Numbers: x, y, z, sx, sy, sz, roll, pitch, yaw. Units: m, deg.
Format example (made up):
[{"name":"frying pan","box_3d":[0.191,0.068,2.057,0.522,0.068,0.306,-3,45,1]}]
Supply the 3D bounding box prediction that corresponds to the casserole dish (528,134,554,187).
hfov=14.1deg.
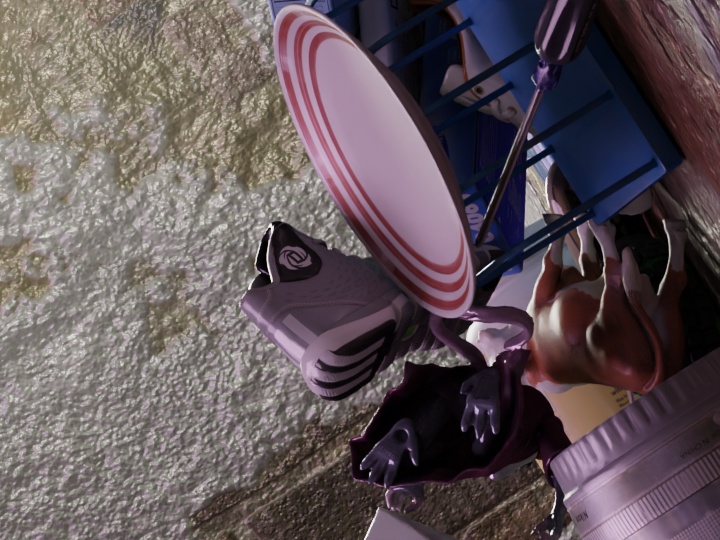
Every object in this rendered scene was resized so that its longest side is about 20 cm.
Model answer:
[{"name":"casserole dish","box_3d":[0.131,-0.094,2.014,0.200,0.039,0.121,57,179,8]}]

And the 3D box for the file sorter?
[{"name":"file sorter","box_3d":[0.066,-0.101,1.680,0.200,0.122,0.139,57,164,4]}]

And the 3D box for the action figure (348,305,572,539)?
[{"name":"action figure","box_3d":[0.070,0.091,1.793,0.200,0.133,0.150,4,-86,-65]}]

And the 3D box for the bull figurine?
[{"name":"bull figurine","box_3d":[0.142,0.026,1.829,0.200,0.065,0.122,6,95,61]}]

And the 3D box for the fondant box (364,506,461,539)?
[{"name":"fondant box","box_3d":[0.109,0.223,1.832,0.199,0.058,0.144,25,180,-30]}]

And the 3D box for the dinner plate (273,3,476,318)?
[{"name":"dinner plate","box_3d":[0.013,-0.065,1.641,0.200,0.024,0.200,50,161,24]}]

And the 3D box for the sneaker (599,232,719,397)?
[{"name":"sneaker","box_3d":[0.213,0.068,1.909,0.201,0.078,0.085,64,-168,-5]}]

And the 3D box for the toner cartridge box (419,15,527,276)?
[{"name":"toner cartridge box","box_3d":[0.074,-0.101,1.875,0.095,0.043,0.201,58,-152,-45]}]

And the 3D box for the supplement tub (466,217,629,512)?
[{"name":"supplement tub","box_3d":[0.167,0.068,2.136,0.200,0.145,0.145,57,179,11]}]

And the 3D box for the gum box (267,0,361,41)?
[{"name":"gum box","box_3d":[-0.026,-0.231,1.797,0.170,0.044,0.201,-72,-24,-57]}]

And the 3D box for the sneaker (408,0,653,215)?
[{"name":"sneaker","box_3d":[0.101,-0.106,1.799,0.200,0.084,0.073,56,177,8]}]

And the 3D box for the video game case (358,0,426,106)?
[{"name":"video game case","box_3d":[0.029,-0.124,1.858,0.182,0.022,0.201,2,-98,-77]}]

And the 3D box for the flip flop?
[{"name":"flip flop","box_3d":[0.164,0.008,1.951,0.057,0.081,0.201,-5,123,41]}]

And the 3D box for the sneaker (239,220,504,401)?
[{"name":"sneaker","box_3d":[0.000,0.000,1.762,0.115,0.075,0.200,37,-148,19]}]

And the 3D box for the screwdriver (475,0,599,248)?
[{"name":"screwdriver","box_3d":[0.092,-0.088,1.550,0.029,0.028,0.200,-71,1,-45]}]

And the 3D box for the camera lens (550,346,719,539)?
[{"name":"camera lens","box_3d":[0.224,0.158,1.706,0.201,0.160,0.160,58,179,7]}]
